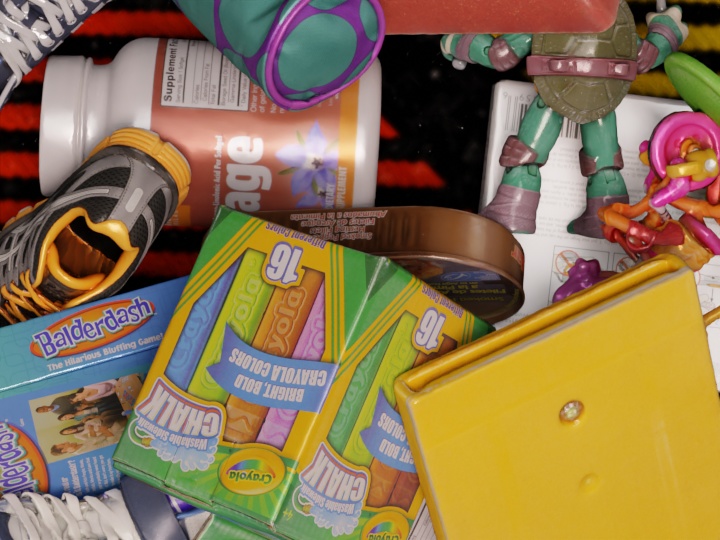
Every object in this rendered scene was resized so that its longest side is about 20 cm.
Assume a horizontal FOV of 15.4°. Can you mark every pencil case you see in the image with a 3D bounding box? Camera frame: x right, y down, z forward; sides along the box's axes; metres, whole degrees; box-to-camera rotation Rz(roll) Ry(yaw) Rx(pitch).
[{"bbox_3d":[-0.066,-0.179,1.555,0.085,0.200,0.093,0,125,-38],"label":"pencil case"}]

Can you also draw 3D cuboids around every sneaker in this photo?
[{"bbox_3d":[-0.175,-0.001,1.549,0.078,0.077,0.200,33,130,-9],"label":"sneaker"},{"bbox_3d":[-0.191,-0.150,1.539,0.200,0.109,0.070,-29,114,37],"label":"sneaker"},{"bbox_3d":[-0.152,0.145,1.556,0.146,0.200,0.081,-44,48,15],"label":"sneaker"}]

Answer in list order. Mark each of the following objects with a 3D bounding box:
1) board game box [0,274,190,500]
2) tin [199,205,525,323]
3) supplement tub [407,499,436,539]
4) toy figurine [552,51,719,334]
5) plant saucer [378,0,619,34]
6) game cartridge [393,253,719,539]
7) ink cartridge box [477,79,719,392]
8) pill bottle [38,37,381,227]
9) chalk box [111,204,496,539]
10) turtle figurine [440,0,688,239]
[{"bbox_3d":[-0.145,0.076,1.562,0.199,0.152,0.045,-16,56,-10],"label":"board game box"},{"bbox_3d":[0.000,0.000,1.577,0.199,0.112,0.042,-1,63,15],"label":"tin"},{"bbox_3d":[0.059,0.128,1.576,0.199,0.144,0.145,23,89,-5],"label":"supplement tub"},{"bbox_3d":[0.183,0.009,1.528,0.184,0.150,0.200,-45,104,-6],"label":"toy figurine"},{"bbox_3d":[0.067,-0.237,1.566,0.199,0.037,0.201,2,70,28],"label":"plant saucer"},{"bbox_3d":[0.118,0.110,1.457,0.176,0.032,0.201,-24,123,-14],"label":"game cartridge"},{"bbox_3d":[0.170,-0.019,1.636,0.199,0.044,0.175,7,90,-2],"label":"ink cartridge box"},{"bbox_3d":[-0.089,-0.081,1.594,0.199,0.112,0.113,3,90,-1],"label":"pill bottle"},{"bbox_3d":[-0.039,0.088,1.439,0.124,0.125,0.201,17,83,37],"label":"chalk box"},{"bbox_3d":[0.121,-0.121,1.571,0.149,0.101,0.201,5,94,-1],"label":"turtle figurine"}]
